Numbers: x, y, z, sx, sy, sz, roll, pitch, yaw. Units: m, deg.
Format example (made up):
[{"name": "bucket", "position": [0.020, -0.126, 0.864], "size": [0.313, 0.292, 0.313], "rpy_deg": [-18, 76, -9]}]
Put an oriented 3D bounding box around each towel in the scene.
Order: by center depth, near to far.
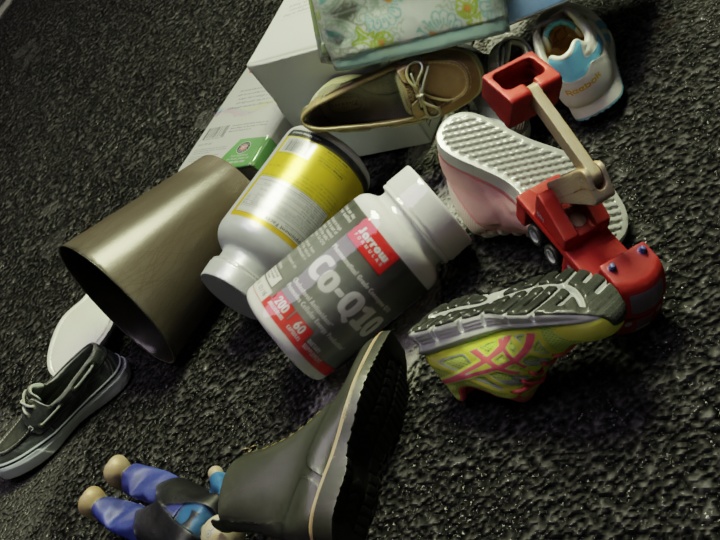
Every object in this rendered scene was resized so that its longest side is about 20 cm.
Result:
[{"name": "towel", "position": [0.036, -0.295, 1.062], "size": [0.199, 0.172, 0.048], "rpy_deg": [-8, 16, 21]}]

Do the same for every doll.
[{"name": "doll", "position": [-0.181, 0.233, 1.021], "size": [0.199, 0.049, 0.137], "rpy_deg": [7, 49, 41]}]

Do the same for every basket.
[{"name": "basket", "position": [-0.209, -0.026, 1.253], "size": [0.200, 0.180, 0.136], "rpy_deg": [-46, 7, -24]}]

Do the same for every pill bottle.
[{"name": "pill bottle", "position": [0.000, 0.000, 1.038], "size": [0.200, 0.114, 0.114], "rpy_deg": [-40, 34, 3]}, {"name": "pill bottle", "position": [-0.083, -0.050, 1.178], "size": [0.112, 0.112, 0.201], "rpy_deg": [10, 59, 49]}]

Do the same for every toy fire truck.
[{"name": "toy fire truck", "position": [0.169, -0.059, 0.856], "size": [0.049, 0.141, 0.200], "rpy_deg": [-28, 59, -12]}]

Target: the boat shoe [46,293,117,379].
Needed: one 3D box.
[{"name": "boat shoe", "position": [-0.316, 0.056, 1.349], "size": [0.072, 0.062, 0.201], "rpy_deg": [12, 61, 21]}]

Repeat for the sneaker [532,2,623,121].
[{"name": "sneaker", "position": [0.214, -0.235, 1.111], "size": [0.076, 0.081, 0.200], "rpy_deg": [-31, 30, 17]}]

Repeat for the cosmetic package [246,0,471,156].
[{"name": "cosmetic package", "position": [0.008, -0.261, 1.270], "size": [0.166, 0.167, 0.201], "rpy_deg": [-6, 48, 39]}]

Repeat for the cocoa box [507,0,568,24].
[{"name": "cocoa box", "position": [0.158, -0.324, 1.105], "size": [0.199, 0.134, 0.131], "rpy_deg": [-15, 13, 38]}]

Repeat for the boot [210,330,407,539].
[{"name": "boot", "position": [-0.046, 0.141, 0.947], "size": [0.138, 0.078, 0.201], "rpy_deg": [-2, 49, 33]}]

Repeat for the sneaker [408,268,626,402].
[{"name": "sneaker", "position": [0.132, 0.059, 0.867], "size": [0.078, 0.091, 0.199], "rpy_deg": [-32, 11, -40]}]

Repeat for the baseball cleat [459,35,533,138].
[{"name": "baseball cleat", "position": [0.142, -0.209, 1.140], "size": [0.069, 0.107, 0.200], "rpy_deg": [-1, 39, -20]}]

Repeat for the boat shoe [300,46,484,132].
[{"name": "boat shoe", "position": [0.031, -0.178, 1.117], "size": [0.200, 0.074, 0.063], "rpy_deg": [-4, 26, 31]}]

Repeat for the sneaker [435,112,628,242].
[{"name": "sneaker", "position": [0.156, -0.061, 1.001], "size": [0.200, 0.105, 0.075], "rpy_deg": [35, 67, 26]}]

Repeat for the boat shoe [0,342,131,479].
[{"name": "boat shoe", "position": [-0.361, 0.155, 1.266], "size": [0.200, 0.071, 0.072], "rpy_deg": [-43, 34, -1]}]

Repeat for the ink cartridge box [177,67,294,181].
[{"name": "ink cartridge box", "position": [-0.114, -0.176, 1.370], "size": [0.145, 0.088, 0.201], "rpy_deg": [-1, 53, 44]}]
